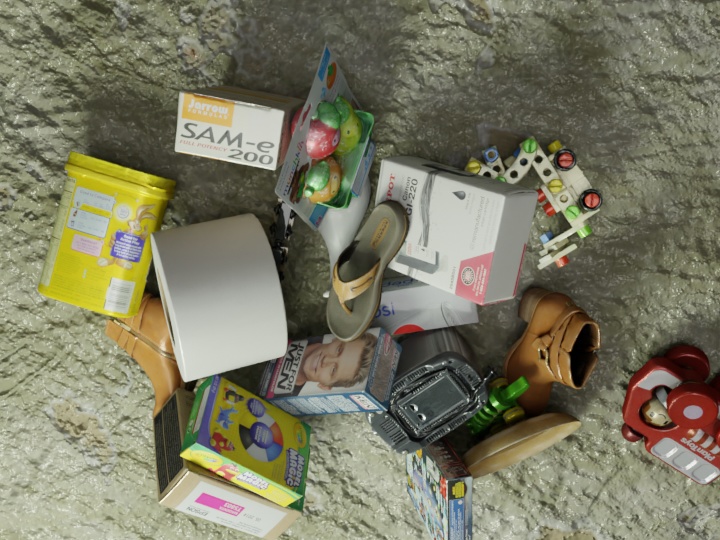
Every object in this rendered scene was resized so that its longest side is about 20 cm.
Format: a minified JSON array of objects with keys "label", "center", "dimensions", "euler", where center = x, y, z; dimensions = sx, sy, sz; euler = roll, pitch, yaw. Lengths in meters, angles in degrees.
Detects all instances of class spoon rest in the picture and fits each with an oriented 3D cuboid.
[{"label":"spoon rest","center":[-0.034,-0.065,1.064],"dimensions":[0.098,0.061,0.202],"euler":[0,93,3]}]

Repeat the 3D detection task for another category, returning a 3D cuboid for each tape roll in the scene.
[{"label":"tape roll","center":[-0.192,0.034,1.001],"dimensions":[0.138,0.203,0.204],"euler":[-12,106,-18]}]

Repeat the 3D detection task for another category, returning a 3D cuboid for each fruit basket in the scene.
[{"label":"fruit basket","center":[-0.041,-0.154,0.932],"dimensions":[0.093,0.200,0.187],"euler":[18,83,8]}]

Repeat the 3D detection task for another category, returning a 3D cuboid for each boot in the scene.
[{"label":"boot","center":[0.269,0.132,1.029],"dimensions":[0.076,0.155,0.202],"euler":[5,103,-17]},{"label":"boot","center":[-0.319,0.131,1.124],"dimensions":[0.154,0.077,0.201],"euler":[24,113,2]}]

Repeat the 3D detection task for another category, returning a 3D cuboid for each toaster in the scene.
[{"label":"toaster","center":[0.096,0.156,1.066],"dimensions":[0.200,0.129,0.114],"euler":[-37,109,14]}]

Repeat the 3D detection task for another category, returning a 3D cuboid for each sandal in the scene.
[{"label":"sandal","center":[0.000,0.000,0.985],"dimensions":[0.082,0.054,0.201],"euler":[40,113,31]}]

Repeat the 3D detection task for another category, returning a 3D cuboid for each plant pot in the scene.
[{"label":"plant pot","center":[0.221,0.251,1.077],"dimensions":[0.199,0.200,0.028],"euler":[-30,65,11]}]

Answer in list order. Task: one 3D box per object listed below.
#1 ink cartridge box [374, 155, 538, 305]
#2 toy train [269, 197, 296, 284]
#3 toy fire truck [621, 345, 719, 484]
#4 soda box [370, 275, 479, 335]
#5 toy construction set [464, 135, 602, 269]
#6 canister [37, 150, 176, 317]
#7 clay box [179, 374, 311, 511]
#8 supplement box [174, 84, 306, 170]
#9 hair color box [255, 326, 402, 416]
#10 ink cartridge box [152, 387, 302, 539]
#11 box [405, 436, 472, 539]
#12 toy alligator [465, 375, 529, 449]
[{"label":"ink cartridge box","center":[0.113,-0.058,0.980],"dimensions":[0.199,0.084,0.147],"euler":[23,112,39]},{"label":"toy train","center":[-0.111,-0.069,1.066],"dimensions":[0.034,0.046,0.202],"euler":[11,104,-7]},{"label":"toy fire truck","center":[0.470,0.217,1.081],"dimensions":[0.199,0.112,0.168],"euler":[30,124,-4]},{"label":"soda box","center":[0.067,0.048,1.077],"dimensions":[0.198,0.063,0.069],"euler":[-9,106,7]},{"label":"toy construction set","center":[0.243,-0.096,1.007],"dimensions":[0.131,0.092,0.201],"euler":[-33,101,12]},{"label":"canister","center":[-0.356,-0.049,1.046],"dimensions":[0.147,0.087,0.202],"euler":[16,93,1]},{"label":"clay box","center":[-0.140,0.238,1.025],"dimensions":[0.199,0.115,0.048],"euler":[33,127,-24]},{"label":"supplement box","center":[-0.146,-0.187,0.954],"dimensions":[0.125,0.200,0.074],"euler":[11,106,2]},{"label":"hair color box","center":[-0.047,0.144,1.047],"dimensions":[0.199,0.101,0.061],"euler":[-11,139,35]},{"label":"ink cartridge box","center":[-0.193,0.278,1.074],"dimensions":[0.199,0.165,0.075],"euler":[33,108,-32]},{"label":"box","center":[0.109,0.308,1.076],"dimensions":[0.040,0.200,0.138],"euler":[-5,105,-12]},{"label":"toy alligator","center":[0.179,0.214,1.078],"dimensions":[0.054,0.060,0.201],"euler":[-6,143,-28]}]
